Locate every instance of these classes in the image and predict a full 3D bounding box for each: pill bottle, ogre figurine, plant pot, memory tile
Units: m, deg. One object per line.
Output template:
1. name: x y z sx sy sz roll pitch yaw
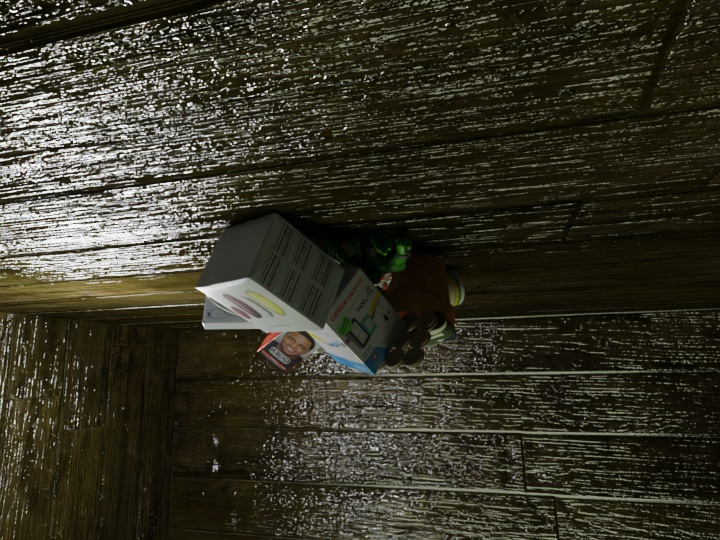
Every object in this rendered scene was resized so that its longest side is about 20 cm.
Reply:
1. pill bottle: 0.198 0.070 1.557 0.198 0.114 0.113 -13 174 -18
2. ogre figurine: 0.028 -0.033 1.176 0.198 0.099 0.120 -19 147 13
3. plant pot: 0.147 0.061 1.344 0.198 0.185 0.201 8 153 4
4. memory tile: 0.077 0.162 1.196 0.199 0.154 0.017 -13 130 40

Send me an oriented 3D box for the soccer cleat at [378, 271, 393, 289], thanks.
1. soccer cleat: 0.143 0.008 1.497 0.198 0.070 0.078 -9 -163 10

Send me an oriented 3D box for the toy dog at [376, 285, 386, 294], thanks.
1. toy dog: 0.087 0.086 1.654 0.193 0.140 0.200 33 -162 10

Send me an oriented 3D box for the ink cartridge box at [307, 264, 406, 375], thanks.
1. ink cartridge box: -0.030 0.105 1.175 0.145 0.147 0.200 7 145 51

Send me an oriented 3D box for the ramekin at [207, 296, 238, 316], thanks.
1. ramekin: -0.278 0.036 1.324 0.198 0.106 0.201 10 151 5

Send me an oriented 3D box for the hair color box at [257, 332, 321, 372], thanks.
1. hair color box: -0.181 0.190 1.409 0.101 0.061 0.200 40 131 -12

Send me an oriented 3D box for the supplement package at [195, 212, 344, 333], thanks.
1. supplement package: -0.180 0.016 1.060 0.190 0.148 0.200 -10 141 44

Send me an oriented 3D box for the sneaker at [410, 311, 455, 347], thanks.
1. sneaker: 0.136 0.156 1.248 0.199 0.068 0.090 -16 138 36

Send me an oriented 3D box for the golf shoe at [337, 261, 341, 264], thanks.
1. golf shoe: -0.120 0.031 1.330 0.091 0.075 0.201 -5 138 -47

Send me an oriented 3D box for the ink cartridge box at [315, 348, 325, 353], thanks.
1. ink cartridge box: -0.111 0.119 1.532 0.144 0.146 0.200 -7 -147 -16

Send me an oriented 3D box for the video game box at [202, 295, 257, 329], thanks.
1. video game box: -0.324 0.072 1.444 0.198 0.184 0.047 1 149 -6
